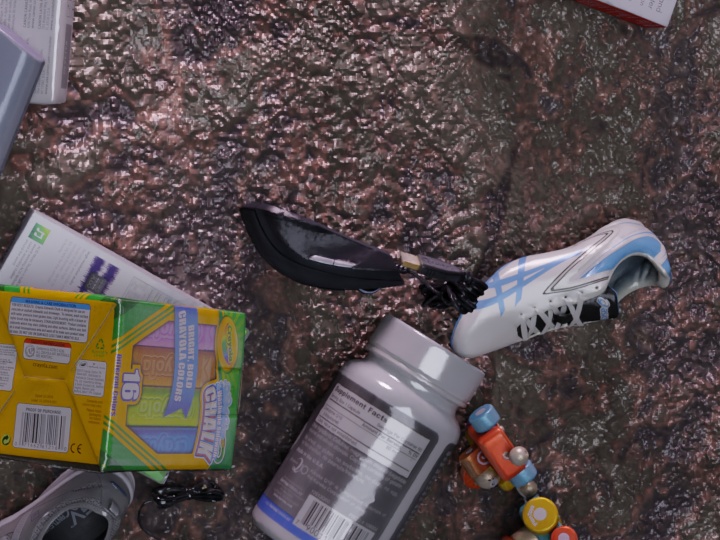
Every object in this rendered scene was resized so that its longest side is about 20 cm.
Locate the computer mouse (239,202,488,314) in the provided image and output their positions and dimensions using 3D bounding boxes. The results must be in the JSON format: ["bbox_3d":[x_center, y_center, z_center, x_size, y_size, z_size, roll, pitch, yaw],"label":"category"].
[{"bbox_3d":[0.000,0.000,1.419,0.200,0.140,0.046,23,82,-15],"label":"computer mouse"}]

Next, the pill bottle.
[{"bbox_3d":[0.009,0.143,1.455,0.114,0.114,0.200,32,88,-15],"label":"pill bottle"}]

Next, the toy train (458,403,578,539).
[{"bbox_3d":[0.126,0.190,1.474,0.056,0.150,0.200,-35,107,-3],"label":"toy train"}]

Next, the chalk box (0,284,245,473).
[{"bbox_3d":[-0.167,0.081,1.336,0.200,0.124,0.124,8,86,-59],"label":"chalk box"}]

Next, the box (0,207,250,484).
[{"bbox_3d":[-0.208,0.061,1.432,0.200,0.036,0.144,31,89,-14],"label":"box"}]

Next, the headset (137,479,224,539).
[{"bbox_3d":[-0.135,0.270,1.441,0.094,0.123,0.200,-3,79,-38],"label":"headset"}]

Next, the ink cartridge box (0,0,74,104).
[{"bbox_3d":[-0.318,-0.215,1.375,0.200,0.050,0.161,6,96,3],"label":"ink cartridge box"}]

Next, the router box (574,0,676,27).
[{"bbox_3d":[0.197,-0.322,1.479,0.179,0.049,0.200,18,92,-15],"label":"router box"}]

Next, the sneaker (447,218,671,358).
[{"bbox_3d":[0.165,0.021,1.494,0.200,0.073,0.072,-26,140,-11],"label":"sneaker"}]

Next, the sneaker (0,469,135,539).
[{"bbox_3d":[-0.259,0.226,1.406,0.075,0.082,0.200,40,99,-15],"label":"sneaker"}]

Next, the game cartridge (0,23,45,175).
[{"bbox_3d":[-0.344,-0.151,1.343,0.200,0.040,0.133,22,93,0],"label":"game cartridge"}]
